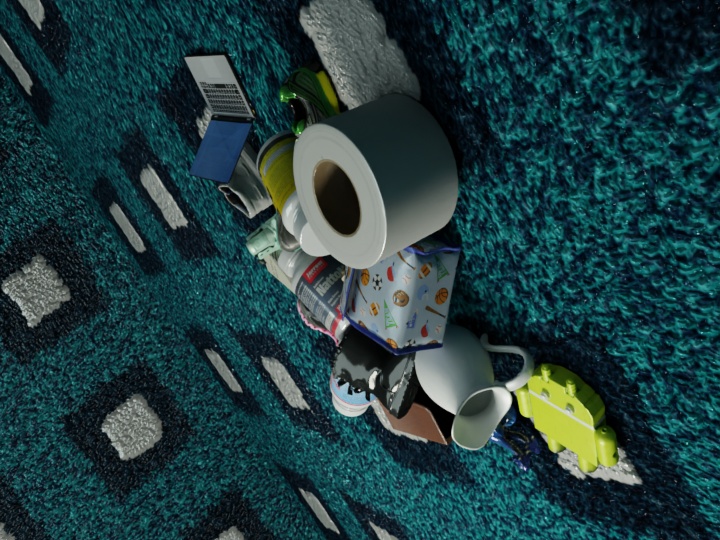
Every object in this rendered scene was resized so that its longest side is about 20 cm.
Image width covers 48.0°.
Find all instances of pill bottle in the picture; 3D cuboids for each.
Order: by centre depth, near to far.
[{"bbox_3d":[-0.088,-0.126,1.311,0.116,0.112,0.202,80,165,-49],"label":"pill bottle"},{"bbox_3d":[-0.062,0.025,1.540,0.200,0.119,0.120,44,156,19],"label":"pill bottle"},{"bbox_3d":[-0.005,0.206,1.626,0.109,0.108,0.202,42,144,22],"label":"pill bottle"}]

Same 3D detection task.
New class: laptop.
[{"bbox_3d":[-0.291,-0.290,1.533,0.186,0.115,0.203,18,139,52],"label":"laptop"}]

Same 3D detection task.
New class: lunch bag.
[{"bbox_3d":[0.042,0.012,1.261,0.199,0.122,0.174,32,116,48],"label":"lunch bag"}]

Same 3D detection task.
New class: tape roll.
[{"bbox_3d":[0.018,-0.122,1.105,0.202,0.138,0.206,35,139,37],"label":"tape roll"}]

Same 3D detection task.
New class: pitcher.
[{"bbox_3d":[0.177,0.154,1.274,0.121,0.171,0.201,43,-171,-31],"label":"pitcher"}]

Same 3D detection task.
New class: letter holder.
[{"bbox_3d":[0.112,0.226,1.523,0.144,0.100,0.199,60,156,-13],"label":"letter holder"}]

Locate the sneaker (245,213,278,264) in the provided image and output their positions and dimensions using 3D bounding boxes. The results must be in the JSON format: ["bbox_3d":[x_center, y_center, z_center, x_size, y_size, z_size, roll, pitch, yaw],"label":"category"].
[{"bbox_3d":[-0.162,-0.072,1.595,0.074,0.118,0.200,54,156,-2],"label":"sneaker"}]

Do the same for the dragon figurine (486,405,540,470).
[{"bbox_3d":[0.225,0.247,1.372,0.202,0.059,0.099,56,152,-6],"label":"dragon figurine"}]

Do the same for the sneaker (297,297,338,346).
[{"bbox_3d":[-0.049,0.104,1.699,0.199,0.079,0.096,41,149,9],"label":"sneaker"}]

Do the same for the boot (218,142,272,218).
[{"bbox_3d":[-0.248,-0.198,1.607,0.200,0.095,0.074,47,156,14],"label":"boot"}]

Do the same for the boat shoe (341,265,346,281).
[{"bbox_3d":[0.000,0.000,1.416,0.063,0.072,0.204,-8,114,14],"label":"boat shoe"}]

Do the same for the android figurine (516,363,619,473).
[{"bbox_3d":[0.309,0.218,1.214,0.181,0.041,0.202,31,150,42],"label":"android figurine"}]

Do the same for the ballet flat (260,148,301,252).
[{"bbox_3d":[-0.131,-0.138,1.496,0.067,0.068,0.205,-10,95,23],"label":"ballet flat"}]

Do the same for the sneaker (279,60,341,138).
[{"bbox_3d":[-0.062,-0.211,1.249,0.078,0.085,0.202,3,127,60],"label":"sneaker"}]

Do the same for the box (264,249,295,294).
[{"bbox_3d":[-0.115,0.010,1.684,0.199,0.068,0.083,37,154,32],"label":"box"}]

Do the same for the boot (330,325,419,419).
[{"bbox_3d":[0.039,0.150,1.445,0.161,0.073,0.202,32,116,27],"label":"boot"}]
